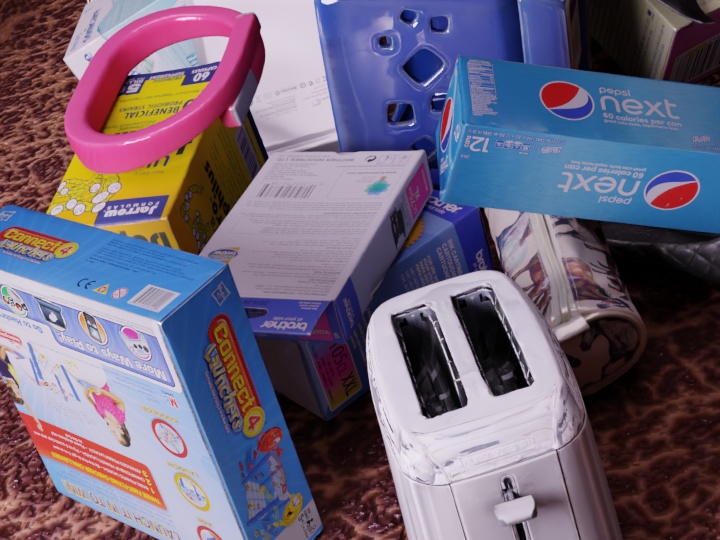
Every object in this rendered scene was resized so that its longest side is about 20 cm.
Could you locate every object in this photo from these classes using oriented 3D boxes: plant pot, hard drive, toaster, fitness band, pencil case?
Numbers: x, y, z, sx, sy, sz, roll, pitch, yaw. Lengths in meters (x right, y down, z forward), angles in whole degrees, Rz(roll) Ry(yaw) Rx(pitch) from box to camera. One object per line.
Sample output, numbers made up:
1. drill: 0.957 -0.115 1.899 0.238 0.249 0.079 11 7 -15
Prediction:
1. plant pot: 0.084 -0.170 1.095 0.179 0.201 0.200 0 35 15
2. hard drive: -0.076 -0.185 1.241 0.131 0.026 0.201 -16 67 3
3. toaster: 0.068 0.090 0.772 0.113 0.130 0.200 -16 33 1
4. fitness band: -0.149 -0.145 1.080 0.143 0.038 0.200 -7 39 17
5. pencil case: 0.122 -0.013 0.902 0.078 0.089 0.200 -27 45 18

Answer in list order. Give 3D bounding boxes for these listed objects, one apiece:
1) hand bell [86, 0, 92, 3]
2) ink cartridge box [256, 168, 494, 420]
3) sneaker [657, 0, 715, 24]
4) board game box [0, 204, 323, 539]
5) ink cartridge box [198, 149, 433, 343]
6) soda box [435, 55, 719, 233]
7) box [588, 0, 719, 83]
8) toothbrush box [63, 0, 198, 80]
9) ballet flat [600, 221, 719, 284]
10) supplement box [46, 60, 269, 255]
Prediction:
1. hand bell: -0.195 -0.320 1.564 0.199 0.104 0.104 -18 31 -24
2. ink cartridge box: 0.000 0.000 0.990 0.200 0.077 0.136 -34 36 -27
3. sneaker: 0.207 -0.277 1.078 0.104 0.060 0.200 4 54 -25
4. board game box: -0.134 0.071 0.834 0.200 0.196 0.056 15 44 39
5. ink cartridge box: -0.040 -0.011 0.918 0.119 0.042 0.200 1 36 25
6. soda box: 0.149 -0.075 0.859 0.199 0.068 0.064 6 48 -8
7. box: 0.259 -0.267 1.167 0.176 0.097 0.200 -28 64 -16
8. toothbrush box: -0.179 -0.252 1.383 0.200 0.085 0.147 -28 28 14
9. ballet flat: 0.194 -0.032 0.960 0.199 0.057 0.066 11 42 37
10. supplement box: -0.154 -0.058 1.096 0.108 0.110 0.200 -6 41 17
